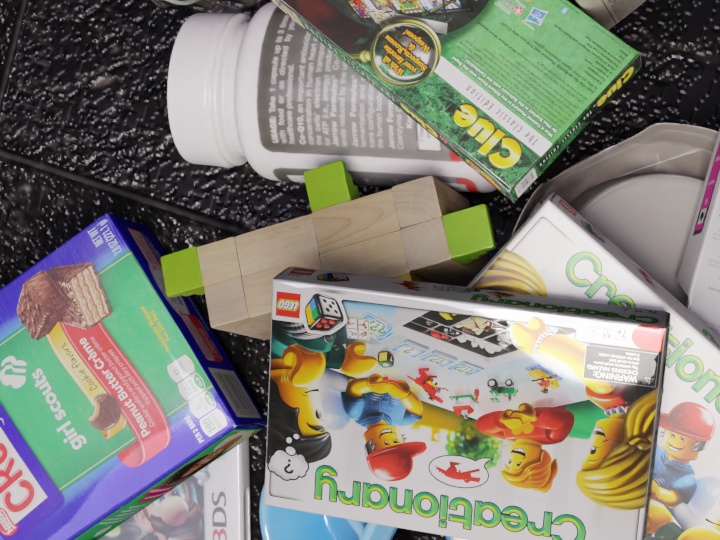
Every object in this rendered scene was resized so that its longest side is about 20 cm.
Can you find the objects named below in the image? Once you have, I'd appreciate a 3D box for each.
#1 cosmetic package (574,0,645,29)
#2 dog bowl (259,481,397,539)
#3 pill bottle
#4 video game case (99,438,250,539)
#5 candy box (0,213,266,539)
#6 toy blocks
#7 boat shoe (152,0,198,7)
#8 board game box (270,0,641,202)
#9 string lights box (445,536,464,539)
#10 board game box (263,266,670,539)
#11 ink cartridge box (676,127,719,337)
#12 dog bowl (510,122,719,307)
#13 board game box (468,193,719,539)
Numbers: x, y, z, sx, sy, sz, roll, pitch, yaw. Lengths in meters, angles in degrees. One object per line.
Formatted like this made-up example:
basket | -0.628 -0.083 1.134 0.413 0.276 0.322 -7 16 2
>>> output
cosmetic package | 0.143 -0.200 0.742 0.104 0.200 0.073 -39 82 13
dog bowl | -0.005 0.128 0.832 0.111 0.050 0.200 48 131 33
pill bottle | -0.009 -0.110 0.832 0.200 0.114 0.114 4 94 14
video game case | -0.173 0.191 0.940 0.200 0.023 0.182 0 93 15
candy box | -0.192 0.088 0.892 0.200 0.077 0.169 -35 76 8
toy blocks | 0.000 0.000 0.829 0.200 0.137 0.100 -16 77 17
boat shoe | -0.120 -0.208 0.885 0.200 0.072 0.071 19 107 23
board game box | 0.047 -0.138 0.755 0.105 0.023 0.200 -45 69 -5
string lights box | 0.102 0.141 0.846 0.103 0.059 0.200 -20 88 12
board game box | 0.050 0.072 0.690 0.200 0.035 0.126 6 105 15
ink cartridge box | 0.240 -0.032 0.755 0.095 0.037 0.200 19 80 -5
dog bowl | 0.174 0.017 0.790 0.200 0.059 0.200 1 84 -6
board game box | 0.134 0.073 0.712 0.200 0.035 0.126 41 108 4
